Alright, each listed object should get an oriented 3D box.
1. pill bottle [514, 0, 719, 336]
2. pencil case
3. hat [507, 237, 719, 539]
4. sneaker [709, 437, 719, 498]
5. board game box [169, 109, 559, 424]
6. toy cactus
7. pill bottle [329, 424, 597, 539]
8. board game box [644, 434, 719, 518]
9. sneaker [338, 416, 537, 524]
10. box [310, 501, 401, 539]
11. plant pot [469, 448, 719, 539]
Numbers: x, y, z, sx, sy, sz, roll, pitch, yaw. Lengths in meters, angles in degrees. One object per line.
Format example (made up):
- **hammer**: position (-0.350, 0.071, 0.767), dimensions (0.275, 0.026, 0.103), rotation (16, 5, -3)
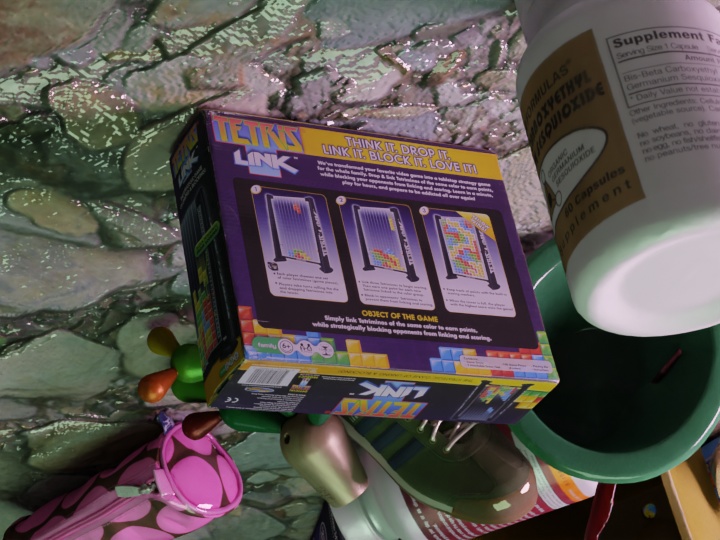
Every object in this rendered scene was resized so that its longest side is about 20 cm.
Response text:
- **pill bottle**: position (0.140, -0.078, 0.849), dimensions (0.114, 0.201, 0.114), rotation (-8, 149, -5)
- **pencil case**: position (-0.188, 0.187, 1.286), dimensions (0.200, 0.091, 0.094), rotation (-35, 177, 30)
- **hat**: position (0.157, 0.085, 1.180), dimensions (0.165, 0.200, 0.176), rotation (29, 166, 6)
- **sneaker**: position (0.308, 0.168, 1.343), dimensions (0.073, 0.071, 0.200), rotation (10, 153, 21)
- **board game box**: position (0.000, 0.000, 0.963), dimensions (0.199, 0.166, 0.057), rotation (7, 143, -27)
- **toy cactus**: position (-0.054, 0.087, 1.111), dimensions (0.200, 0.102, 0.165), rotation (-25, 105, 40)
- **pill bottle**: position (0.078, 0.145, 1.280), dimensions (0.199, 0.113, 0.113), rotation (-22, 148, 16)
- **board game box**: position (0.374, 0.201, 1.526), dimensions (0.199, 0.056, 0.196), rotation (13, 142, -34)
- **sneaker**: position (0.031, 0.089, 1.123), dimensions (0.067, 0.200, 0.090), rotation (-38, 135, -23)
- **box**: position (0.014, 0.298, 1.423), dimensions (0.079, 0.201, 0.141), rotation (-1, 147, -16)
- **plant pot**: position (0.208, 0.217, 1.381), dimensions (0.194, 0.196, 0.200), rotation (-28, 153, 25)
